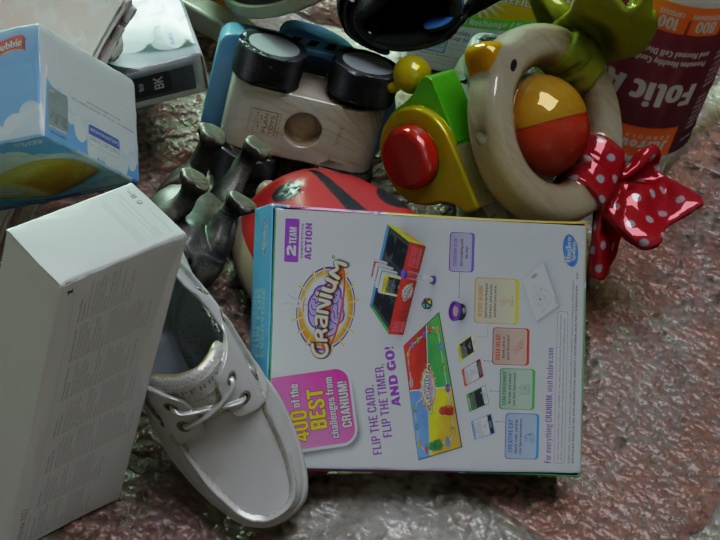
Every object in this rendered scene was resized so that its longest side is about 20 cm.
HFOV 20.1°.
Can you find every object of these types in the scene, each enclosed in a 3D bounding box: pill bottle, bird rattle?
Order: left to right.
[{"bbox_3d":[0.129,-0.090,1.314,0.162,0.202,0.112,-13,13,-40],"label":"bird rattle"},{"bbox_3d":[0.192,-0.146,1.420,0.113,0.201,0.115,10,40,-9],"label":"pill bottle"}]

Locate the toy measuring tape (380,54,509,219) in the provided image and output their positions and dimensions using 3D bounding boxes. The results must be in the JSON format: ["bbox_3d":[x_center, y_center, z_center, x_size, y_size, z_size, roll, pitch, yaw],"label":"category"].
[{"bbox_3d":[0.062,-0.043,1.314,0.073,0.073,0.201,-22,88,-38],"label":"toy measuring tape"}]

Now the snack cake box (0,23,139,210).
[{"bbox_3d":[-0.241,-0.077,1.162,0.198,0.115,0.068,-9,77,20],"label":"snack cake box"}]

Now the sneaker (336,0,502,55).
[{"bbox_3d":[0.080,-0.197,1.338,0.199,0.073,0.112,-28,17,5],"label":"sneaker"}]

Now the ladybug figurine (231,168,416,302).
[{"bbox_3d":[0.000,0.000,1.278,0.135,0.072,0.200,-25,56,-40],"label":"ladybug figurine"}]

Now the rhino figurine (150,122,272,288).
[{"bbox_3d":[-0.106,-0.018,1.225,0.060,0.088,0.200,32,24,-8],"label":"rhino figurine"}]

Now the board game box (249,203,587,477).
[{"bbox_3d":[0.035,0.043,1.194,0.198,0.154,0.040,4,-4,-18],"label":"board game box"}]

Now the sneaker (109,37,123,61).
[{"bbox_3d":[-0.220,-0.193,1.298,0.077,0.085,0.200,-28,50,-17],"label":"sneaker"}]

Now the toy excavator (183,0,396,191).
[{"bbox_3d":[-0.072,-0.141,1.415,0.193,0.101,0.200,12,26,-7],"label":"toy excavator"}]

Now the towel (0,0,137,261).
[{"bbox_3d":[-0.247,-0.137,1.261,0.200,0.192,0.032,39,17,24],"label":"towel"}]

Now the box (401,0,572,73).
[{"bbox_3d":[0.138,-0.209,1.543,0.198,0.113,0.102,10,39,-8],"label":"box"}]

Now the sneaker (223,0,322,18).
[{"bbox_3d":[-0.075,-0.238,1.371,0.074,0.107,0.200,-26,26,-20],"label":"sneaker"}]

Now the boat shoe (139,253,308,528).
[{"bbox_3d":[-0.093,0.057,1.103,0.071,0.069,0.201,-32,97,-3],"label":"boat shoe"}]

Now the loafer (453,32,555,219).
[{"bbox_3d":[0.093,-0.069,1.406,0.075,0.070,0.201,18,51,-24],"label":"loafer"}]

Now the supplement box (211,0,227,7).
[{"bbox_3d":[-0.149,-0.243,1.507,0.198,0.067,0.069,0,43,-20],"label":"supplement box"}]

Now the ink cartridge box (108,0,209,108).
[{"bbox_3d":[-0.219,-0.168,1.365,0.198,0.044,0.199,-16,46,-7],"label":"ink cartridge box"}]

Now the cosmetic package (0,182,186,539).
[{"bbox_3d":[-0.154,0.053,1.056,0.051,0.201,0.082,41,44,24],"label":"cosmetic package"}]
